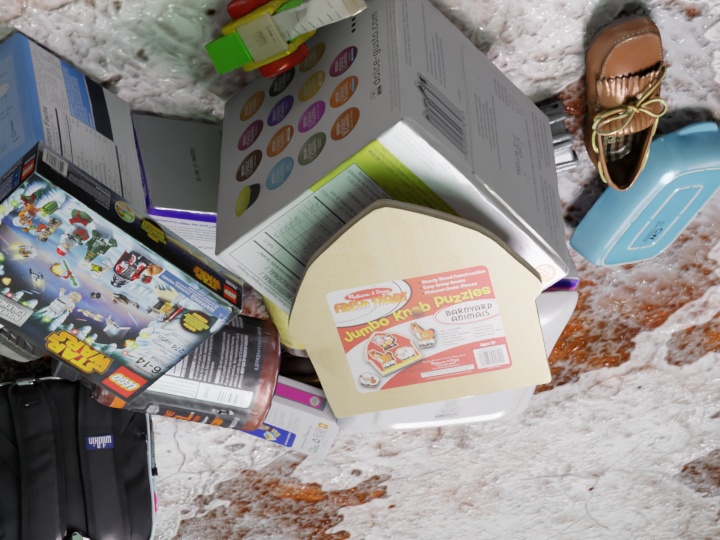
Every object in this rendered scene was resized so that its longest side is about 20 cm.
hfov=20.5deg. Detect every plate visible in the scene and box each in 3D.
[{"bbox_3d":[0.089,0.093,1.837,0.198,0.033,0.201,-5,146,-17],"label":"plate"}]

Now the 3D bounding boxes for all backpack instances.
[{"bbox_3d":[-0.284,0.205,1.897,0.176,0.202,0.151,-5,165,-19],"label":"backpack"}]

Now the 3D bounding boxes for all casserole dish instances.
[{"bbox_3d":[0.279,-0.064,1.877,0.120,0.039,0.200,-9,150,-35],"label":"casserole dish"}]

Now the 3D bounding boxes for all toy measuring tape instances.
[{"bbox_3d":[-0.047,-0.192,1.504,0.073,0.074,0.199,11,164,-36],"label":"toy measuring tape"}]

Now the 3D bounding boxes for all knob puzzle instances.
[{"bbox_3d":[0.040,0.019,1.501,0.217,0.031,0.221,1,131,1],"label":"knob puzzle"}]

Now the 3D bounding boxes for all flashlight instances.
[{"bbox_3d":[0.092,-0.085,1.750,0.198,0.068,0.068,-15,114,6],"label":"flashlight"}]

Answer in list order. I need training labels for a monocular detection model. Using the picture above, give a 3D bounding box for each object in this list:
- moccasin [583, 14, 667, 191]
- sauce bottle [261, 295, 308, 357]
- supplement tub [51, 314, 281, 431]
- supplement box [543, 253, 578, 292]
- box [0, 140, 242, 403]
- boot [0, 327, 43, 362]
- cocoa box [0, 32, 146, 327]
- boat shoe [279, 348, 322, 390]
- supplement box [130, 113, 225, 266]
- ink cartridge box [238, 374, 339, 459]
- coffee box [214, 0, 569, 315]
[{"bbox_3d":[0.228,-0.143,1.722,0.073,0.078,0.202,-10,146,-11],"label":"moccasin"},{"bbox_3d":[-0.064,0.007,1.824,0.064,0.065,0.200,-16,149,-1],"label":"sauce bottle"},{"bbox_3d":[-0.179,0.080,1.825,0.198,0.108,0.107,12,140,-15],"label":"supplement tub"},{"bbox_3d":[0.110,0.026,1.883,0.102,0.102,0.200,2,143,-26],"label":"supplement box"},{"bbox_3d":[-0.205,0.006,1.490,0.199,0.040,0.137,35,123,-28],"label":"box"},{"bbox_3d":[-0.384,0.042,1.744,0.130,0.068,0.200,-30,138,27],"label":"boot"},{"bbox_3d":[-0.287,-0.062,1.558,0.199,0.134,0.131,-32,142,22],"label":"cocoa box"},{"bbox_3d":[-0.036,0.090,1.951,0.199,0.071,0.070,-17,147,41],"label":"boat shoe"},{"bbox_3d":[-0.180,-0.027,1.688,0.103,0.102,0.200,5,141,-30],"label":"supplement box"},{"bbox_3d":[-0.116,0.125,1.942,0.198,0.037,0.095,17,152,-3],"label":"ink cartridge box"},{"bbox_3d":[0.022,-0.068,1.578,0.197,0.201,0.200,-35,123,26],"label":"coffee box"}]
